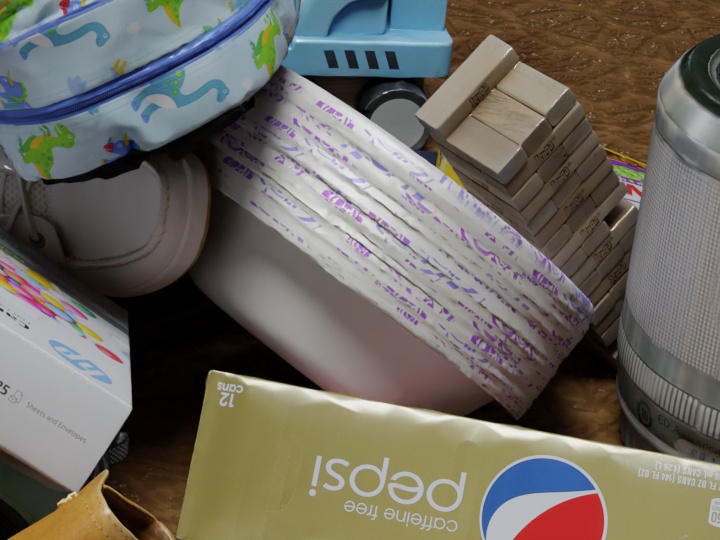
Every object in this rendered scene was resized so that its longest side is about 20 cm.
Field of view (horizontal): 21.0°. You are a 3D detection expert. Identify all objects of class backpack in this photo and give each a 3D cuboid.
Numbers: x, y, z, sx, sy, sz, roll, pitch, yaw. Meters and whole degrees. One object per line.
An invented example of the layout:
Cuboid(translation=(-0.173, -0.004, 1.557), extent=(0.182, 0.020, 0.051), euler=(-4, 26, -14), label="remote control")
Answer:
Cuboid(translation=(-0.101, -0.112, 0.813), extent=(0.162, 0.155, 0.201), euler=(-15, 37, 7), label="backpack")

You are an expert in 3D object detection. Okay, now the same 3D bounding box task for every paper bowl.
Cuboid(translation=(0.000, 0.000, 0.894), extent=(0.200, 0.105, 0.201), euler=(38, -1, 0), label="paper bowl")

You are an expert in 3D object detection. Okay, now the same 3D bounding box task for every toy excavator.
Cuboid(translation=(0.022, -0.178, 1.179), extent=(0.193, 0.201, 0.100), euler=(-1, 29, -11), label="toy excavator")

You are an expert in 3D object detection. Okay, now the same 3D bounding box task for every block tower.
Cuboid(translation=(0.100, -0.024, 0.940), extent=(0.054, 0.200, 0.058), euler=(-47, 46, -7), label="block tower")

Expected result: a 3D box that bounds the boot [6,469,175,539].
Cuboid(translation=(-0.135, 0.120, 0.613), extent=(0.071, 0.144, 0.201), euler=(51, 6, 10), label="boot")

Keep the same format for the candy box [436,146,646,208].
Cuboid(translation=(0.137, -0.039, 1.068), extent=(0.199, 0.027, 0.102), euler=(21, 26, -5), label="candy box")

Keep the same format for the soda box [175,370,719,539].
Cuboid(translation=(0.037, 0.088, 0.716), extent=(0.198, 0.065, 0.068), euler=(9, -10, 7), label="soda box")

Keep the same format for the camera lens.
Cuboid(translation=(0.203, -0.001, 0.888), extent=(0.158, 0.201, 0.160), euler=(4, 28, -2), label="camera lens")

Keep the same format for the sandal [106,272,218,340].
Cuboid(translation=(-0.120, 0.005, 0.970), extent=(0.076, 0.043, 0.199), euler=(9, 21, 43), label="sandal")

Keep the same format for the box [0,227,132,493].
Cuboid(translation=(-0.162, 0.006, 0.747), extent=(0.155, 0.041, 0.200), euler=(34, 4, -10), label="box")

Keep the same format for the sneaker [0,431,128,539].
Cuboid(translation=(-0.196, 0.068, 0.838), extent=(0.198, 0.078, 0.140), euler=(17, 25, 12), label="sneaker")

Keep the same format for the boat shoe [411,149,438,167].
Cuboid(translation=(-0.014, -0.042, 1.073), extent=(0.199, 0.075, 0.093), euler=(21, 23, 15), label="boat shoe")

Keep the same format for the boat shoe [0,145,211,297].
Cuboid(translation=(-0.145, -0.029, 0.875), extent=(0.069, 0.071, 0.199), euler=(12, -6, -42), label="boat shoe")
